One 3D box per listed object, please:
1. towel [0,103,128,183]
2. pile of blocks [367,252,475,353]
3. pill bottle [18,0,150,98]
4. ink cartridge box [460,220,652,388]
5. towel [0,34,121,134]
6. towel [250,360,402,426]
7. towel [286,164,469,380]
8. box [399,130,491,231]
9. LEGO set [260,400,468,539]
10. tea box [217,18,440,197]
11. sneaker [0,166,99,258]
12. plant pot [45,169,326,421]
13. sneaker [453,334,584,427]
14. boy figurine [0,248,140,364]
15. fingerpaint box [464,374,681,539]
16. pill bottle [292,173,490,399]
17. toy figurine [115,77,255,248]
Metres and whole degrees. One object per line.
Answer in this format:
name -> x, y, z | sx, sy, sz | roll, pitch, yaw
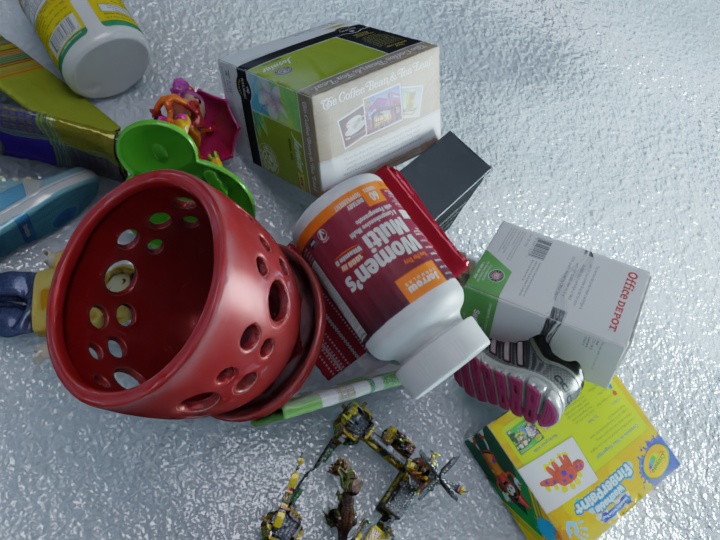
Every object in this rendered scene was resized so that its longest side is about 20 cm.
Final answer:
towel -> -0.354, -0.142, 0.792 | 0.198, 0.144, 0.023 | 13, 78, -14
pile of blocks -> 0.079, 0.029, 0.904 | 0.082, 0.062, 0.200 | 39, 57, 3
pill bottle -> -0.358, -0.326, 0.904 | 0.112, 0.113, 0.201 | -27, 75, -30
ink cartridge box -> 0.239, 0.038, 0.895 | 0.199, 0.085, 0.146 | 22, 46, 18
towel -> -0.393, -0.216, 0.870 | 0.199, 0.018, 0.086 | 37, 33, 1
towel -> -0.011, 0.122, 0.769 | 0.198, 0.149, 0.031 | -12, 79, -25
towel -> 0.000, 0.000, 0.774 | 0.200, 0.022, 0.145 | -39, 82, 2
box -> 0.056, -0.063, 0.898 | 0.079, 0.141, 0.200 | 44, 57, 7
LEGO set -> 0.001, 0.228, 0.724 | 0.154, 0.116, 0.200 | 46, 62, 3
tea box -> -0.035, -0.210, 0.901 | 0.199, 0.135, 0.196 | -29, 40, -29
sneaker -> -0.398, -0.090, 0.782 | 0.200, 0.080, 0.131 | -37, 81, -32
plant pot -> -0.145, 0.037, 0.645 | 0.199, 0.182, 0.202 | -10, 67, 24
sneaker -> 0.178, 0.111, 0.841 | 0.087, 0.199, 0.074 | -24, 116, -26
boy figurine -> -0.302, 0.034, 0.730 | 0.198, 0.065, 0.125 | -1, 62, 2
fingerpaint box -> 0.252, 0.218, 0.859 | 0.199, 0.073, 0.167 | -26, 73, -29
pill bottle -> 0.030, 0.015, 0.696 | 0.109, 0.110, 0.201 | -29, 75, -30
toy figurine -> -0.203, -0.150, 0.842 | 0.149, 0.201, 0.185 | -12, 49, 8
